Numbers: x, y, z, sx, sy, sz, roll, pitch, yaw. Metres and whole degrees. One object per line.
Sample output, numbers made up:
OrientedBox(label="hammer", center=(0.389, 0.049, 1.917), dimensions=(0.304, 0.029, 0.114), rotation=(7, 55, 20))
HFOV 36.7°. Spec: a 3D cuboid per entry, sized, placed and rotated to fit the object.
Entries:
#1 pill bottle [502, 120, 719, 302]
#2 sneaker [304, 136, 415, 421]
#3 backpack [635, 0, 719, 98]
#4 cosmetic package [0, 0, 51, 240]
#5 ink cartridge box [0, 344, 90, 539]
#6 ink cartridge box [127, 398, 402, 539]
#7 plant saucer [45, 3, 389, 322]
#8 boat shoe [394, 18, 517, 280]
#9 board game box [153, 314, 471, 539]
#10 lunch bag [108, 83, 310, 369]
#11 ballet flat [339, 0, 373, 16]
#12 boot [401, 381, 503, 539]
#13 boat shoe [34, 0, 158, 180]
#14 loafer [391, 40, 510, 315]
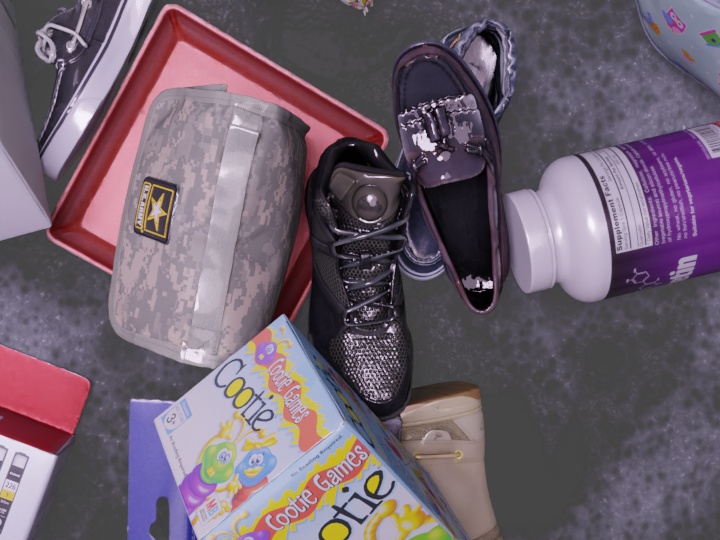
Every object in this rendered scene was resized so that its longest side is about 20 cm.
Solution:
OrientedBox(label="pill bottle", center=(0.213, -0.042, 0.832), dimensions=(0.197, 0.112, 0.114), rotation=(-13, 94, -5))
OrientedBox(label="sneaker", center=(0.000, 0.000, 0.751), dimensions=(0.075, 0.114, 0.203), rotation=(-3, 75, -6))
OrientedBox(label="backpack", center=(0.284, -0.218, 0.790), dimensions=(0.153, 0.176, 0.201), rotation=(-37, 56, 5))
OrientedBox(label="cosmetic package", center=(-0.334, -0.113, 0.733), dimensions=(0.196, 0.123, 0.203), rotation=(-15, 65, -4))
OrientedBox(label="ink cartridge box", center=(-0.323, 0.134, 0.801), dimensions=(0.197, 0.084, 0.178), rotation=(20, 90, -6))
OrientedBox(label="ink cartridge box", center=(-0.072, 0.196, 0.786), dimensions=(0.196, 0.047, 0.201), rotation=(1, 99, -6))
OrientedBox(label="plant saucer", center=(-0.108, -0.067, 0.837), dimensions=(0.198, 0.037, 0.202), rotation=(29, 89, -7))
OrientedBox(label="boat shoe", center=(0.066, -0.091, 0.826), dimensions=(0.070, 0.091, 0.204), rotation=(13, 92, -6))
OrientedBox(label="board game box", center=(-0.019, 0.143, 0.665), dimensions=(0.103, 0.105, 0.200), rotation=(-38, 130, 1))
OrientedBox(label="lunch bag", center=(-0.098, -0.032, 0.722), dimensions=(0.116, 0.200, 0.167), rotation=(12, 92, -7))
OrientedBox(label="ballet flat", center=(0.045, -0.273, 0.806), dimensions=(0.064, 0.076, 0.200), rotation=(46, 115, -5))
OrientedBox(label="boot", center=(0.011, 0.182, 0.846), dimensions=(0.197, 0.073, 0.158), rotation=(-12, 95, -8))
OrientedBox(label="boat shoe", center=(-0.204, -0.168, 0.802), dimensions=(0.067, 0.074, 0.202), rotation=(25, 90, -11))
OrientedBox(label="loafer", center=(0.071, -0.062, 0.771), dimensions=(0.071, 0.063, 0.202), rotation=(-13, 118, 10))
